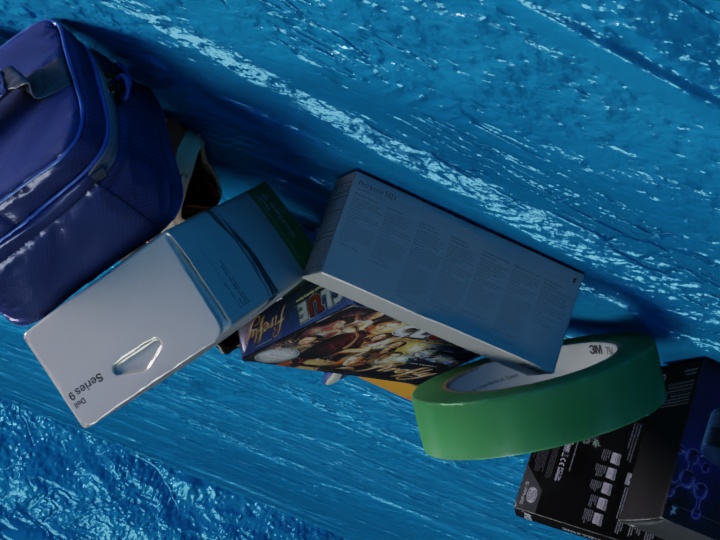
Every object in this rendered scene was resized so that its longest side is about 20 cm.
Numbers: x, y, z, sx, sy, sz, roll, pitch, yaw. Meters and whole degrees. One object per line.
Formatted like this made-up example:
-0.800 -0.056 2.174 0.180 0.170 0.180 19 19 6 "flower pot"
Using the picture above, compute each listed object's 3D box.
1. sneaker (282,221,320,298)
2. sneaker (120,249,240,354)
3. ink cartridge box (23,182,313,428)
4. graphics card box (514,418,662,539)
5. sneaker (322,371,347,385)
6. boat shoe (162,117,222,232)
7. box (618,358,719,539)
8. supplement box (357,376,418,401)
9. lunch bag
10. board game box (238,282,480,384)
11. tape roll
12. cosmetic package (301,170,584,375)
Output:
0.000 0.000 1.519 0.072 0.073 0.199 -27 152 32 "sneaker"
-0.150 0.015 1.680 0.073 0.081 0.200 -23 152 20 "sneaker"
-0.132 0.021 1.355 0.084 0.146 0.200 55 -159 0 "ink cartridge box"
0.259 0.205 1.793 0.199 0.126 0.051 16 166 10 "graphics card box"
-0.052 0.036 1.589 0.200 0.088 0.075 41 -167 -39 "sneaker"
-0.140 -0.063 1.437 0.062 0.072 0.200 14 161 9 "boat shoe"
0.333 0.177 1.554 0.199 0.142 0.079 23 166 -16 "box"
-0.005 0.057 1.713 0.199 0.069 0.066 23 165 -21 "supplement box"
-0.226 -0.072 1.275 0.199 0.136 0.132 -36 141 19 "lunch bag"
0.020 0.047 1.497 0.199 0.035 0.135 10 152 -41 "board game box"
0.141 0.098 1.472 0.199 0.049 0.200 -13 -173 2 "tape roll"
0.063 0.004 1.387 0.199 0.083 0.051 24 168 -17 "cosmetic package"
